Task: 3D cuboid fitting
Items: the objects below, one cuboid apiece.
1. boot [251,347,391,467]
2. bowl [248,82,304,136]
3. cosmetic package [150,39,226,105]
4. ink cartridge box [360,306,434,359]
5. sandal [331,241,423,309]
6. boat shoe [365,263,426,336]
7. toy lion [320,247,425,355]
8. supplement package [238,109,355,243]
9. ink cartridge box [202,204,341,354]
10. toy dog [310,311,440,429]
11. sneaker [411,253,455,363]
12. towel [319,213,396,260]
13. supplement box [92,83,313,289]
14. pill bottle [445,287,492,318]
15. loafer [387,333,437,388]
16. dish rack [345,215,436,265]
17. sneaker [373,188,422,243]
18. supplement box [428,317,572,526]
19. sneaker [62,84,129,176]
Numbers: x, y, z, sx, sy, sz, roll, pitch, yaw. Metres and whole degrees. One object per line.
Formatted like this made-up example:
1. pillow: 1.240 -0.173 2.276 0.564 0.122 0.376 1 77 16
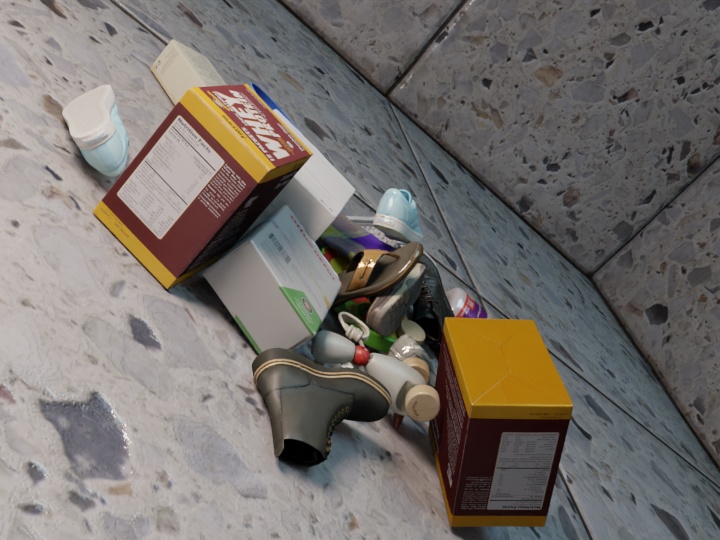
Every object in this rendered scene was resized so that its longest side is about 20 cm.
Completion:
1. boot: -0.036 0.185 1.013 0.197 0.078 0.140 18 34 -31
2. bowl: -0.145 -0.253 1.554 0.201 0.039 0.201 48 9 -10
3. cosmetic package: -0.278 -0.306 1.507 0.201 0.073 0.103 55 19 25
4. ink cartridge box: 0.056 0.055 1.534 0.173 0.043 0.201 37 20 -30
5. sandal: 0.000 0.000 1.266 0.082 0.196 0.055 -82 148 -57
6. boat shoe: 0.041 0.039 1.315 0.072 0.076 0.200 20 24 14
7. toy lion: 0.003 0.045 1.381 0.189 0.069 0.202 22 32 -19
8. supplement package: -0.133 -0.120 1.311 0.191 0.147 0.200 44 18 -5
9. ink cartridge box: -0.110 0.013 1.137 0.147 0.087 0.200 55 19 -10
10. toy dog: 0.016 0.158 1.184 0.198 0.097 0.132 32 20 6
11. sneaker: 0.117 0.062 1.465 0.203 0.059 0.104 63 23 -2
12. towel: -0.013 -0.053 1.463 0.199 0.023 0.142 35 22 34
13. supplement box: -0.192 -0.114 1.077 0.133 0.200 0.197 44 18 -1
14. pill bottle: 0.217 0.135 1.608 0.199 0.112 0.113 42 18 -10
15. loafer: 0.091 0.172 1.324 0.070 0.070 0.201 45 -5 45
16. dish rack: 0.029 -0.038 1.580 0.197 0.044 0.172 0 38 -43
17. sneaker: 0.079 -0.095 1.503 0.073 0.084 0.200 18 -3 14
18. supplement box: 0.181 0.204 1.158 0.130 0.204 0.198 2 28 -6
19. sneaker: -0.345 -0.180 1.124 0.201 0.073 0.083 -115 -176 -57
